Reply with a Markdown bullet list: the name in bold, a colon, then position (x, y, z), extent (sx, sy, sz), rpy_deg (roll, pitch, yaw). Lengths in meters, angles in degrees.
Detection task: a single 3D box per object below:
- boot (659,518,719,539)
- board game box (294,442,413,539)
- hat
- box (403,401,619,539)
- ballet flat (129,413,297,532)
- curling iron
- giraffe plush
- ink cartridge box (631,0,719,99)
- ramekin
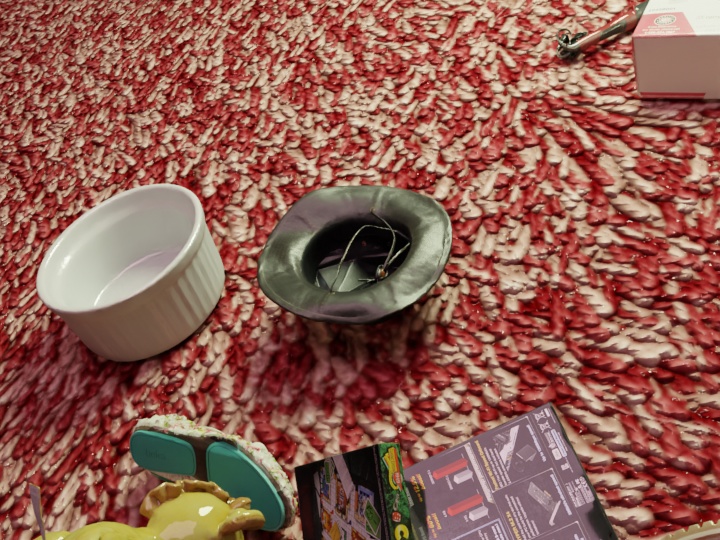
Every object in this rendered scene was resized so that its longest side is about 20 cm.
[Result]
- **boot**: position (0.272, 0.215, 0.570), extent (0.197, 0.076, 0.108), rpy_deg (1, 50, 27)
- **board game box**: position (0.003, 0.222, 0.616), extent (0.104, 0.023, 0.204), rpy_deg (-25, 68, 47)
- **hat**: position (0.000, 0.000, 0.945), extent (0.197, 0.082, 0.203), rpy_deg (-9, 48, 10)
- **box**: position (0.100, 0.212, 0.622), extent (0.156, 0.050, 0.202), rpy_deg (-25, 61, 1)
- **ballet flat**: position (-0.121, 0.167, 0.833), extent (0.198, 0.077, 0.064), rpy_deg (17, 20, 33)
- **curling iron**: position (0.327, -0.316, 1.166), extent (0.198, 0.026, 0.050), rpy_deg (-27, 42, -3)
- **giraffe plush**: position (-0.160, 0.233, 0.724), extent (0.160, 0.204, 0.172), rpy_deg (-12, 25, -34)
- **ink cartridge box**: position (0.401, -0.283, 1.047), extent (0.144, 0.086, 0.201), rpy_deg (7, 47, 33)
- **ramekin**: position (-0.248, 0.005, 1.051), extent (0.197, 0.098, 0.202), rpy_deg (-15, 40, 13)
